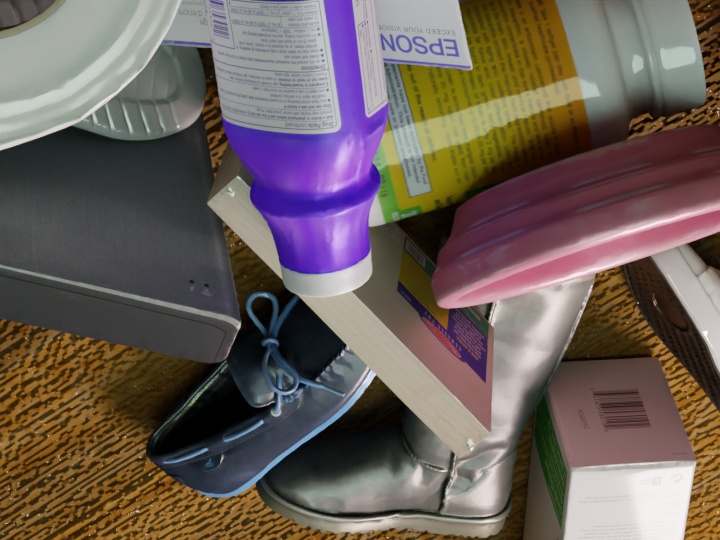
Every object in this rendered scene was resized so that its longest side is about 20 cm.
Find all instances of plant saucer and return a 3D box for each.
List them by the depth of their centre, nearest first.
[{"bbox_3d":[0.129,-0.032,1.177,0.199,0.201,0.051,-17,85,3],"label":"plant saucer"}]

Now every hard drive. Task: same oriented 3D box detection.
[{"bbox_3d":[-0.141,-0.037,1.137,0.138,0.201,0.033,13,122,-20],"label":"hard drive"}]

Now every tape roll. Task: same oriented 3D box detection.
[{"bbox_3d":[-0.177,-0.161,1.019,0.200,0.071,0.205,-1,98,-7],"label":"tape roll"}]

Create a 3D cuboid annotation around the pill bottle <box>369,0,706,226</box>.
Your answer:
[{"bbox_3d":[0.081,-0.102,1.184,0.198,0.111,0.112,-16,128,2],"label":"pill bottle"}]

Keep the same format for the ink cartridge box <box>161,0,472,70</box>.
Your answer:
[{"bbox_3d":[-0.043,-0.197,1.073,0.197,0.043,0.201,9,134,29],"label":"ink cartridge box"}]

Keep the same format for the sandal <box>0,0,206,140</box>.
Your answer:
[{"bbox_3d":[-0.167,-0.110,1.143,0.050,0.083,0.202,-6,176,44],"label":"sandal"}]

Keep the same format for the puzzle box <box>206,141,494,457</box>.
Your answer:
[{"bbox_3d":[0.000,0.000,1.199,0.025,0.133,0.200,-39,105,19],"label":"puzzle box"}]

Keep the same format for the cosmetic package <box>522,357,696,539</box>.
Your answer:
[{"bbox_3d":[0.156,0.167,1.401,0.084,0.108,0.201,-2,125,-8],"label":"cosmetic package"}]

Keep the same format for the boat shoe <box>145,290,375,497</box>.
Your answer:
[{"bbox_3d":[-0.053,0.068,1.303,0.068,0.084,0.200,22,118,-37],"label":"boat shoe"}]

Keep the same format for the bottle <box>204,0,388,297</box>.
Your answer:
[{"bbox_3d":[-0.028,-0.085,1.061,0.083,0.065,0.202,9,121,30],"label":"bottle"}]

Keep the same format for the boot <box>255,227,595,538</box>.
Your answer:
[{"bbox_3d":[0.038,0.067,1.329,0.180,0.073,0.201,2,128,-15],"label":"boot"}]

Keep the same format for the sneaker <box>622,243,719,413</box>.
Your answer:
[{"bbox_3d":[0.233,0.027,1.349,0.085,0.073,0.200,-45,121,-10],"label":"sneaker"}]
